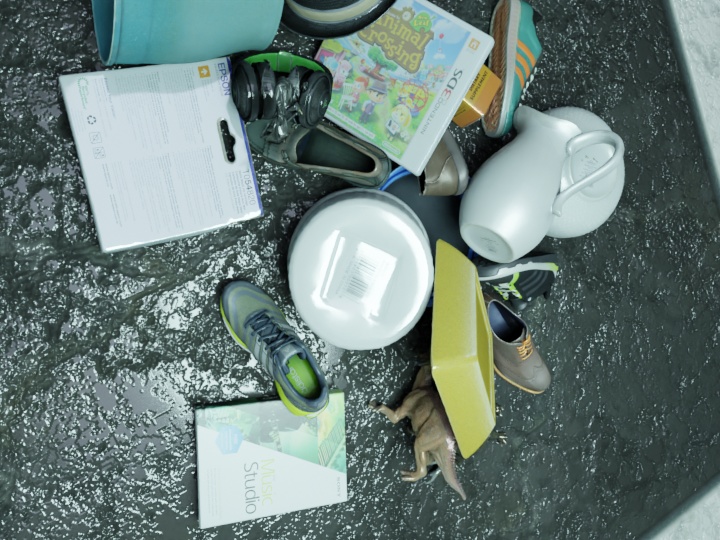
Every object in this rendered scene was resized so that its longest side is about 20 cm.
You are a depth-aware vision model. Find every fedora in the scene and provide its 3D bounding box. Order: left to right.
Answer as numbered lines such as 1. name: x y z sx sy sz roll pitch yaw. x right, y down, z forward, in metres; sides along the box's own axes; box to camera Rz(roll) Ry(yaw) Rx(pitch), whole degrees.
1. fedora: -0.040 -0.381 0.683 0.194 0.091 0.207 -2 83 16

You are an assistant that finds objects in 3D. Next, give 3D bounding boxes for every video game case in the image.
1. video game case: 0.038 -0.252 0.723 0.198 0.022 0.185 34 100 13

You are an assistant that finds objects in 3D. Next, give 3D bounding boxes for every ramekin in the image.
1. ramekin: 0.000 0.000 0.719 0.194 0.098 0.207 0 98 -1

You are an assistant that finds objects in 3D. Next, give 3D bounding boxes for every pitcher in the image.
1. pitcher: 0.230 -0.110 0.746 0.202 0.169 0.122 -56 133 -16

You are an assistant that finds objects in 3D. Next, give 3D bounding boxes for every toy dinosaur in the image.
1. toy dinosaur: 0.099 0.194 0.767 0.085 0.203 0.136 16 127 -43
2. toy dinosaur: 0.153 0.208 0.825 0.100 0.076 0.207 5 94 -34

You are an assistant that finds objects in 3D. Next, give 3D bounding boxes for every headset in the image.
1. headset: -0.089 -0.213 0.653 0.120 0.203 0.096 4 132 -9

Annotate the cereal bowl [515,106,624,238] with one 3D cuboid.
1. cereal bowl: 0.329 -0.153 0.880 0.194 0.083 0.207 0 91 -21

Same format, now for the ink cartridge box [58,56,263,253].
1. ink cartridge box: -0.232 -0.140 0.691 0.195 0.040 0.206 -14 96 -21

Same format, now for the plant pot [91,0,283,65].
1. plant pot: -0.188 -0.325 0.630 0.183 0.198 0.207 -5 93 -30

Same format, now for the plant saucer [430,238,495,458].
1. plant saucer: 0.135 0.096 0.722 0.047 0.203 0.203 -7 134 17

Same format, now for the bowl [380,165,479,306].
1. bowl: 0.092 -0.053 0.815 0.195 0.039 0.208 -1 92 -21

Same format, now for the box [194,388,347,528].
1. box: -0.113 0.239 0.746 0.194 0.036 0.149 -3 92 -22

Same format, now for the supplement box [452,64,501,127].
1. supplement box: 0.098 -0.292 0.798 0.198 0.069 0.068 34 79 -14

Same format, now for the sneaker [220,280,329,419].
1. sneaker: -0.100 0.091 0.711 0.074 0.081 0.201 -40 89 -23

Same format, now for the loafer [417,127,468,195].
1. loafer: 0.074 -0.186 0.760 0.069 0.073 0.204 -19 70 -14

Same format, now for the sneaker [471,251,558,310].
1. sneaker: 0.230 0.019 0.829 0.196 0.071 0.086 -4 99 -41

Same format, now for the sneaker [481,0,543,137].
1. sneaker: 0.230 -0.294 0.845 0.078 0.071 0.207 8 90 -20

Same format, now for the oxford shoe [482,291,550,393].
1. oxford shoe: 0.226 0.114 0.850 0.200 0.073 0.072 46 76 -16

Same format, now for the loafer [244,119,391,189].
1. loafer: -0.057 -0.154 0.704 0.195 0.063 0.074 18 96 8
